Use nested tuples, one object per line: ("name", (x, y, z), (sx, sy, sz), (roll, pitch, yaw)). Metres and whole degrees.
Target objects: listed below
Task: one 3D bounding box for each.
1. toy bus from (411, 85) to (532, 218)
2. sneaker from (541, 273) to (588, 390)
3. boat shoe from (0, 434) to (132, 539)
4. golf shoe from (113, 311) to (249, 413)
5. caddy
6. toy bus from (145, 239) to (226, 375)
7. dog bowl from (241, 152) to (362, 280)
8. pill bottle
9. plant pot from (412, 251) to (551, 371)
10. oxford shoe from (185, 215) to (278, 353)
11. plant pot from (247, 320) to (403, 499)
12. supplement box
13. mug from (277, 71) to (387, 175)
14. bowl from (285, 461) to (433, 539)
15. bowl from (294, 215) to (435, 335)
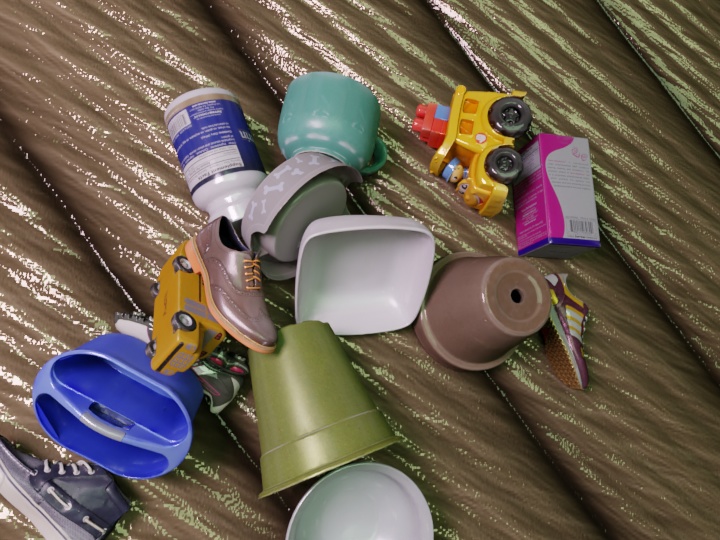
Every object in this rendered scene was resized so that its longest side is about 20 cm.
("toy bus", (0.179, -0.211, 0.865), (0.191, 0.136, 0.201), (12, 77, 1))
("sneaker", (0.361, 0.101, 0.863), (0.090, 0.075, 0.200), (-19, 84, -13))
("boat shoe", (-0.380, 0.263, 0.633), (0.093, 0.075, 0.200), (-41, 98, -26))
("golf shoe", (-0.256, 0.122, 0.693), (0.200, 0.077, 0.088), (28, 80, -6))
("caddy", (-0.298, 0.171, 0.625), (0.200, 0.105, 0.142), (31, 102, -6))
("toy bus", (-0.225, 0.046, 0.657), (0.078, 0.065, 0.200), (31, 24, -37))
("dog bowl", (-0.085, -0.081, 0.727), (0.200, 0.200, 0.059), (-40, 68, -20))
("pill bottle", (-0.205, -0.155, 0.747), (0.115, 0.116, 0.200), (-19, 84, -18))
("plant pot", (0.199, 0.052, 0.778), (0.200, 0.175, 0.201), (4, 75, -15))
("oxford shoe", (-0.157, 0.015, 0.647), (0.073, 0.071, 0.200), (-43, 70, 19))
("plant pot", (-0.068, 0.176, 0.684), (0.200, 0.200, 0.190), (-15, 71, -18))
("supplement box", (0.344, -0.130, 0.897), (0.101, 0.103, 0.201), (3, 78, -13))
("mug", (-0.036, -0.208, 0.783), (0.185, 0.152, 0.115), (13, 72, -8))
("bowl", (-0.008, 0.357, 0.691), (0.201, 0.090, 0.202), (2, 83, -15))
("bowl", (0.000, 0.000, 0.747), (0.199, 0.200, 0.075), (-1, 39, -14))
